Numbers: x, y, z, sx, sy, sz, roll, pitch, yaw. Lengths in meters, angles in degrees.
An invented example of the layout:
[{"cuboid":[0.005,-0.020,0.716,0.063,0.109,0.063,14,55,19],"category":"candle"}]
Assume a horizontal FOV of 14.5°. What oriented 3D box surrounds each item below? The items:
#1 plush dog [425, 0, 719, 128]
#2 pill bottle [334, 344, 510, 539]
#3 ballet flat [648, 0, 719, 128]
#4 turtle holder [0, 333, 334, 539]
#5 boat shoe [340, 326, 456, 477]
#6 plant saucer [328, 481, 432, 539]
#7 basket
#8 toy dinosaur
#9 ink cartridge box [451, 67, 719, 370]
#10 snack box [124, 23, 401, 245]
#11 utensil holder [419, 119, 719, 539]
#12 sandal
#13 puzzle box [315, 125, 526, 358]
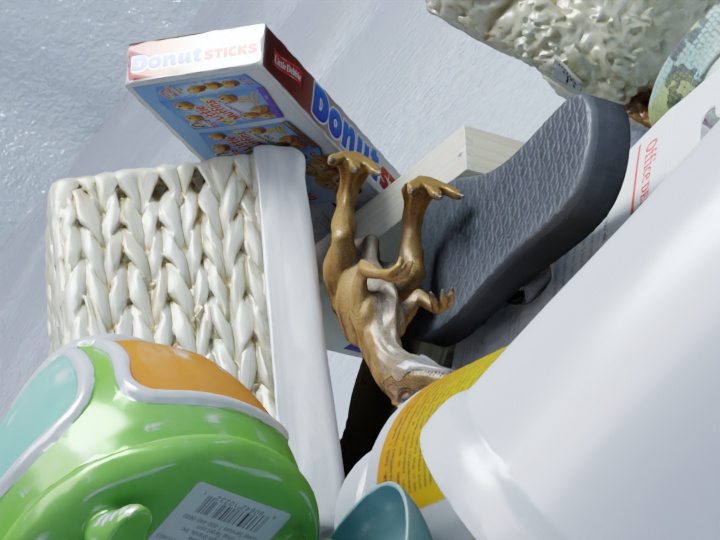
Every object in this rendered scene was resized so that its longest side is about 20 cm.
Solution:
[{"cuboid":[0.154,-0.166,1.465,0.160,0.200,0.172,30,92,44],"category":"plush dog"},{"cuboid":[0.070,0.087,1.142,0.200,0.111,0.111,-30,25,58],"category":"pill bottle"},{"cuboid":[0.208,-0.111,1.314,0.200,0.069,0.071,-45,35,29],"category":"ballet flat"},{"cuboid":[-0.099,0.112,1.164,0.132,0.141,0.186,-116,31,-43],"category":"turtle holder"},{"cuboid":[0.018,0.107,1.380,0.072,0.065,0.201,28,99,64],"category":"boat shoe"},{"cuboid":[-0.015,0.178,1.087,0.200,0.027,0.200,-90,26,-64],"category":"plant saucer"},{"cuboid":[-0.081,0.059,1.320,0.136,0.123,0.201,103,161,-61],"category":"basket"},{"cuboid":[0.000,0.000,1.288,0.200,0.060,0.107,-116,38,-67],"category":"toy dinosaur"},{"cuboid":[0.124,0.008,1.261,0.200,0.067,0.117,-47,14,29],"category":"ink cartridge box"},{"cuboid":[-0.035,-0.057,1.355,0.072,0.200,0.024,-6,64,23],"category":"snack box"},{"cuboid":[0.147,0.037,0.903,0.200,0.170,0.170,-47,14,9],"category":"utensil holder"},{"cuboid":[0.072,-0.013,1.255,0.200,0.043,0.076,146,136,-61],"category":"sandal"},{"cuboid":[0.051,-0.004,1.406,0.200,0.133,0.025,-37,48,48],"category":"puzzle box"}]
